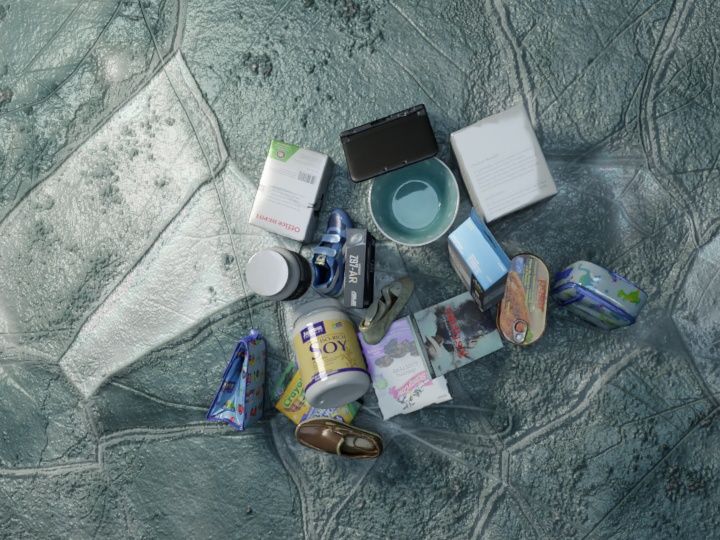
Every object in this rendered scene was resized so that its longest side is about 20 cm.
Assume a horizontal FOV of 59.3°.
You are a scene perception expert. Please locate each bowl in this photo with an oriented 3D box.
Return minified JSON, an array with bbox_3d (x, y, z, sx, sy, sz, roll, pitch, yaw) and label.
[{"bbox_3d":[0.120,-0.153,1.412,0.195,0.105,0.207,0,88,7],"label":"bowl"}]

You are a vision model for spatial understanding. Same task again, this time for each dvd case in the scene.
[{"bbox_3d":[0.209,0.135,1.387,0.196,0.022,0.149,-18,85,-21],"label":"dvd case"}]

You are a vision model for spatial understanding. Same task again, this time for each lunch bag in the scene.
[{"bbox_3d":[-0.257,0.234,1.424,0.092,0.151,0.205,14,90,8],"label":"lunch bag"},{"bbox_3d":[0.483,0.052,1.309,0.159,0.200,0.083,32,85,6],"label":"lunch bag"}]

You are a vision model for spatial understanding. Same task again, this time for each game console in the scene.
[{"bbox_3d":[0.063,-0.278,1.400,0.195,0.176,0.119,-17,97,6],"label":"game console"}]

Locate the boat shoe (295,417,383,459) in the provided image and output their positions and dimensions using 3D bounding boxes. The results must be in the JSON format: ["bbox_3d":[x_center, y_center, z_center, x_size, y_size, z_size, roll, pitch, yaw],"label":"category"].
[{"bbox_3d":[-0.047,0.368,1.379,0.197,0.075,0.077,6,92,2],"label":"boat shoe"}]

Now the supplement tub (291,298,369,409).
[{"bbox_3d":[-0.070,0.181,1.380,0.143,0.146,0.203,-22,61,6],"label":"supplement tub"}]

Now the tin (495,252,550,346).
[{"bbox_3d":[0.361,0.064,1.406,0.109,0.042,0.206,6,89,12],"label":"tin"}]

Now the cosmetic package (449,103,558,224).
[{"bbox_3d":[0.300,-0.216,1.360,0.162,0.165,0.204,-21,86,6],"label":"cosmetic package"}]

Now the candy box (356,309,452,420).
[{"bbox_3d":[0.100,0.210,1.417,0.164,0.072,0.205,-19,84,6],"label":"candy box"}]

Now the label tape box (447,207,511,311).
[{"bbox_3d":[0.244,-0.018,1.324,0.062,0.201,0.146,-29,66,-4],"label":"label tape box"}]

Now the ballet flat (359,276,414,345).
[{"bbox_3d":[0.059,0.073,1.386,0.066,0.063,0.202,-1,45,40],"label":"ballet flat"}]

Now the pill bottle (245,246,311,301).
[{"bbox_3d":[-0.180,0.009,1.398,0.113,0.200,0.119,0,88,8],"label":"pill bottle"}]

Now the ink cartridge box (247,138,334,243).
[{"bbox_3d":[-0.159,-0.180,1.460,0.143,0.084,0.205,18,90,8],"label":"ink cartridge box"}]

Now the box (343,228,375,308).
[{"bbox_3d":[0.000,0.000,1.375,0.042,0.200,0.165,2,87,7],"label":"box"}]

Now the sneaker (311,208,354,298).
[{"bbox_3d":[-0.064,-0.041,1.435,0.073,0.081,0.206,2,85,41],"label":"sneaker"}]

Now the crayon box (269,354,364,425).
[{"bbox_3d":[-0.106,0.298,1.452,0.198,0.052,0.127,35,92,8],"label":"crayon box"}]
